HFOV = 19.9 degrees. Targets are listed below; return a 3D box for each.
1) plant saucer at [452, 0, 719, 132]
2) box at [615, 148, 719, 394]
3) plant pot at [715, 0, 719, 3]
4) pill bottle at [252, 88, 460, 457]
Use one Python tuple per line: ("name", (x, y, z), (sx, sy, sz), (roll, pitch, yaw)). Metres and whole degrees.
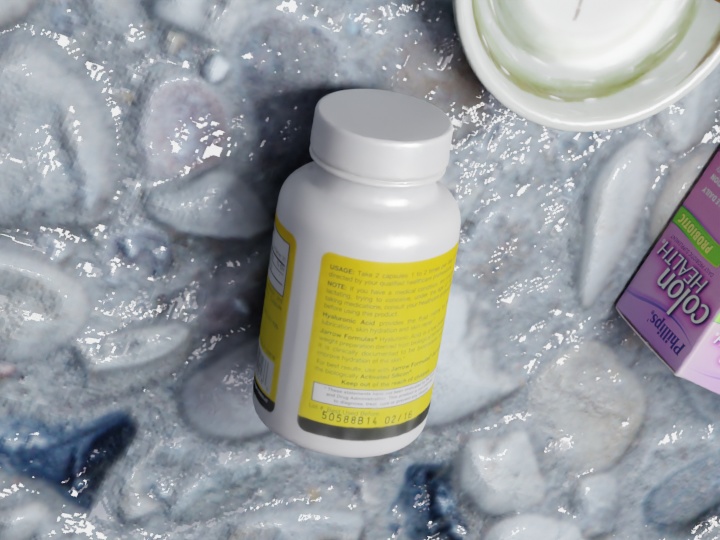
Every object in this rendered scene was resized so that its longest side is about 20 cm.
("plant saucer", (0.141, -0.183, 1.215), (0.199, 0.050, 0.201), (-9, 119, -16))
("box", (0.301, -0.005, 1.344), (0.175, 0.097, 0.201), (24, 106, -30))
("plant pot", (0.284, -0.219, 1.142), (0.199, 0.140, 0.201), (-11, 118, -21))
("pill bottle", (0.000, 0.000, 1.222), (0.111, 0.111, 0.201), (-1, 118, -20))
